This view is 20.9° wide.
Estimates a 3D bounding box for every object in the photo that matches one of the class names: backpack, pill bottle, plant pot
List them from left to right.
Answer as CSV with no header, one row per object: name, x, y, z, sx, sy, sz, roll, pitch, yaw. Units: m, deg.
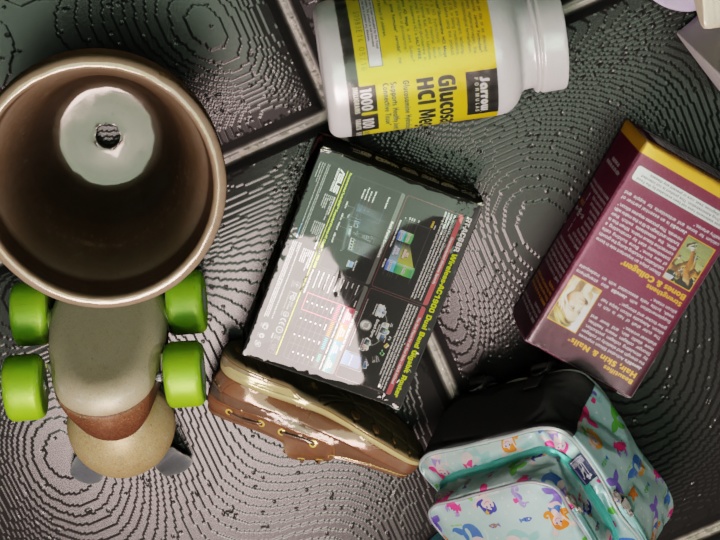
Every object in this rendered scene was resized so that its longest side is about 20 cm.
plant pot,-0.204,-0.091,1.565,0.198,0.175,0.202,-1,107,-3
pill bottle,0.066,-0.177,1.589,0.198,0.113,0.113,-8,108,-1
backpack,0.167,0.199,1.680,0.177,0.151,0.200,-18,125,40

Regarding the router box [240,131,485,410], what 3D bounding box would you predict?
router box,0.000,0.000,1.665,0.149,0.062,0.201,20,105,-9

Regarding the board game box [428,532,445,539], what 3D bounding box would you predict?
board game box,0.104,0.343,1.786,0.151,0.047,0.200,-40,106,8

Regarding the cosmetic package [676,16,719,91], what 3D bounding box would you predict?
cosmetic package,0.335,-0.175,1.562,0.107,0.200,0.085,-38,104,11

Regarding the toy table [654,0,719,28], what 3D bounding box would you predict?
toy table,0.264,-0.300,1.563,0.182,0.117,0.201,-20,108,3

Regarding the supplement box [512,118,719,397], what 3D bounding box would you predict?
supplement box,0.229,-0.011,1.665,0.110,0.086,0.201,28,103,-12

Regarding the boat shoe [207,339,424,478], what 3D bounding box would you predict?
boat shoe,-0.041,0.132,1.703,0.199,0.072,0.068,26,110,-6

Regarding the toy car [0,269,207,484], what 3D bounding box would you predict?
toy car,-0.206,0.112,1.672,0.163,0.159,0.201,-4,136,1
